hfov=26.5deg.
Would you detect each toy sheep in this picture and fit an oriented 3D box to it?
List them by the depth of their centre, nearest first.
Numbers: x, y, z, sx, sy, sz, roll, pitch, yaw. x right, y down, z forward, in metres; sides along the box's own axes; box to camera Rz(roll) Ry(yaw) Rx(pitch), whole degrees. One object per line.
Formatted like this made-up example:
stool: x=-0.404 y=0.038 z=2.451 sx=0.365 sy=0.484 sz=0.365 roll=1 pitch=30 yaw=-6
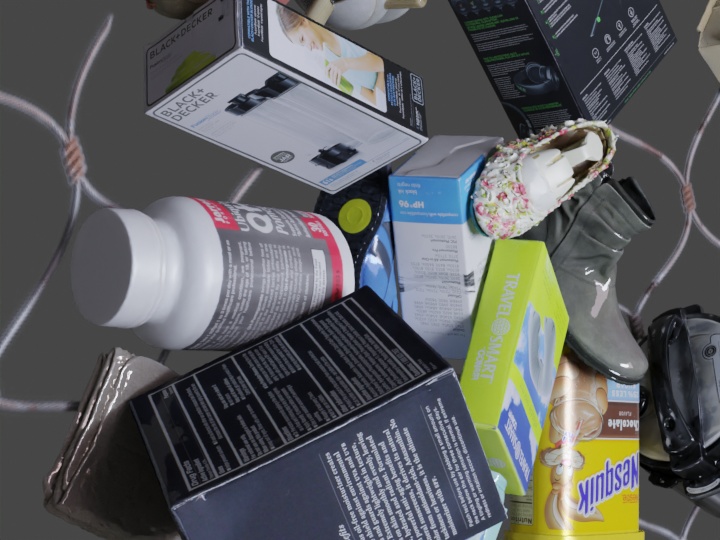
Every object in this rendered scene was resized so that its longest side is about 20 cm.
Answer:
toy sheep: x=0.003 y=-0.259 z=1.228 sx=0.139 sy=0.137 sz=0.201 roll=57 pitch=45 yaw=-26

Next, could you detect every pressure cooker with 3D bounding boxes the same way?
pressure cooker: x=0.348 y=0.143 z=1.514 sx=0.199 sy=0.176 sz=0.180 roll=34 pitch=90 yaw=-36

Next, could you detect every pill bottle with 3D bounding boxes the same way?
pill bottle: x=-0.109 y=0.004 z=1.127 sx=0.199 sy=0.110 sz=0.112 roll=5 pitch=85 yaw=-44

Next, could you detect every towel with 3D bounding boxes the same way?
towel: x=-0.141 y=0.154 z=1.145 sx=0.200 sy=0.034 sz=0.134 roll=38 pitch=65 yaw=-37

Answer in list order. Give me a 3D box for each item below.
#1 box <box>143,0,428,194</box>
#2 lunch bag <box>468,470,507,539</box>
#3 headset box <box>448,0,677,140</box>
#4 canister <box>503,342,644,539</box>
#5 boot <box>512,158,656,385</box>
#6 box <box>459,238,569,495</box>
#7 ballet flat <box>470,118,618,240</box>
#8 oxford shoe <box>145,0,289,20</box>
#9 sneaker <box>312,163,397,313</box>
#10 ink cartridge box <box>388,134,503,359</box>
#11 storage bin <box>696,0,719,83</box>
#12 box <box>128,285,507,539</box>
box: x=-0.056 y=-0.135 z=1.173 sx=0.199 sy=0.116 sz=0.061 roll=22 pitch=54 yaw=-42
lunch bag: x=0.017 y=0.224 z=1.178 sx=0.121 sy=0.199 sz=0.172 roll=31 pitch=69 yaw=-38
headset box: x=0.185 y=-0.246 z=1.428 sx=0.174 sy=0.092 sz=0.201 roll=-49 pitch=120 yaw=-33
canister: x=0.202 y=0.169 z=1.434 sx=0.147 sy=0.086 sz=0.203 roll=6 pitch=83 yaw=-43
boot: x=0.218 y=-0.008 z=1.369 sx=0.067 sy=0.131 sz=0.201 roll=-8 pitch=57 yaw=-55
box: x=0.122 y=0.089 z=1.267 sx=0.122 sy=0.047 sz=0.202 roll=62 pitch=39 yaw=-52
ballet flat: x=0.157 y=-0.086 z=1.275 sx=0.200 sy=0.064 sz=0.076 roll=-39 pitch=105 yaw=-51
oxford shoe: x=-0.149 y=-0.225 z=1.128 sx=0.199 sy=0.075 sz=0.071 roll=26 pitch=28 yaw=-21
sneaker: x=0.000 y=0.000 z=1.272 sx=0.078 sy=0.065 sz=0.203 roll=31 pitch=62 yaw=-62
ink cartridge box: x=0.081 y=-0.002 z=1.301 sx=0.116 sy=0.067 sz=0.202 roll=-42 pitch=131 yaw=-58
storage bin: x=0.482 y=-0.262 z=1.710 sx=0.200 sy=0.093 sz=0.200 roll=46 pitch=59 yaw=-33
box: x=-0.036 y=0.127 z=1.041 sx=0.197 sy=0.200 sz=0.124 roll=-24 pitch=110 yaw=-8
